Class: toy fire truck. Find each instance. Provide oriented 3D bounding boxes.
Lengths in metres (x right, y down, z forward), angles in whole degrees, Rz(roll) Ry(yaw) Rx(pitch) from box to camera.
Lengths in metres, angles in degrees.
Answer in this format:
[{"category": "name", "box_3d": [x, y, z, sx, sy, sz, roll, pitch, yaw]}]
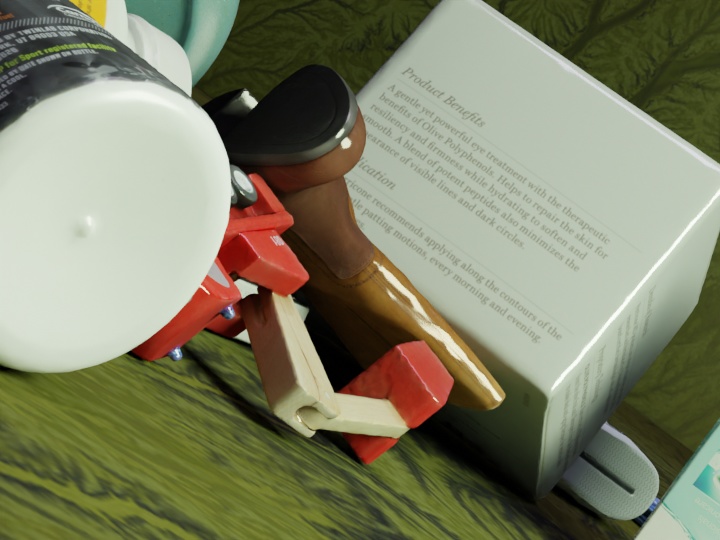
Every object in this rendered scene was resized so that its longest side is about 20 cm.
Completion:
[{"category": "toy fire truck", "box_3d": [-0.040, 0.024, 0.887, 0.141, 0.049, 0.200, 54, 17, 8]}]

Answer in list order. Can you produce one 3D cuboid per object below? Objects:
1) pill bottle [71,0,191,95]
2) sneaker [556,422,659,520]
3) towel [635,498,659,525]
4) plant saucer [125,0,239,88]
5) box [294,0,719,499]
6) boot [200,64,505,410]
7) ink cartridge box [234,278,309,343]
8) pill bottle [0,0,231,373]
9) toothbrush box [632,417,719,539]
[{"category": "pill bottle", "box_3d": [-0.171, -0.104, 0.867, 0.200, 0.113, 0.113, 28, 8, -42]}, {"category": "sneaker", "box_3d": [0.109, 0.095, 1.352, 0.200, 0.073, 0.071, 44, -8, -20]}, {"category": "towel", "box_3d": [0.274, 0.218, 1.548, 0.200, 0.024, 0.145, 32, 6, -40]}, {"category": "plant saucer", "box_3d": [-0.154, -0.132, 0.946, 0.200, 0.200, 0.027, 34, 29, -29]}, {"category": "box", "box_3d": [0.080, -0.012, 1.188, 0.199, 0.171, 0.200, 37, -16, 16]}, {"category": "boot", "box_3d": [0.000, 0.000, 1.014, 0.200, 0.068, 0.188, 51, -25, -16]}, {"category": "ink cartridge box", "box_3d": [-0.089, -0.004, 1.031, 0.095, 0.037, 0.200, 38, 3, 25]}, {"category": "pill bottle", "box_3d": [-0.137, -0.056, 0.706, 0.106, 0.106, 0.200, 32, 6, -46]}, {"category": "toothbrush box", "box_3d": [0.226, 0.112, 1.117, 0.085, 0.200, 0.146, 35, 5, 11]}]
